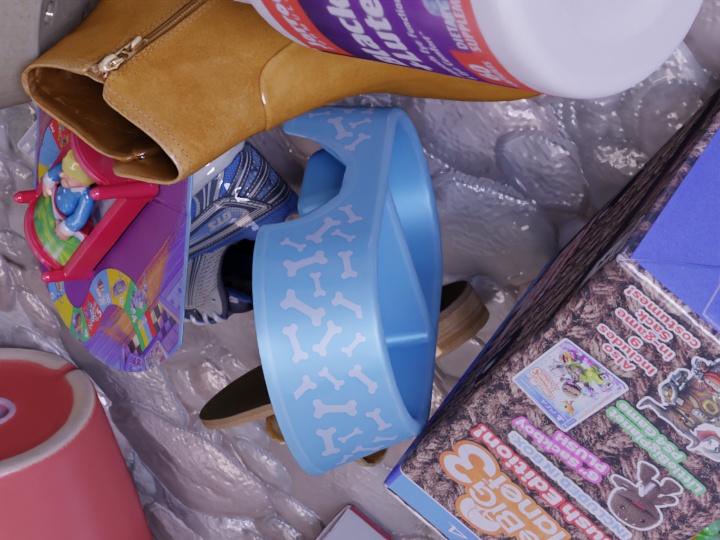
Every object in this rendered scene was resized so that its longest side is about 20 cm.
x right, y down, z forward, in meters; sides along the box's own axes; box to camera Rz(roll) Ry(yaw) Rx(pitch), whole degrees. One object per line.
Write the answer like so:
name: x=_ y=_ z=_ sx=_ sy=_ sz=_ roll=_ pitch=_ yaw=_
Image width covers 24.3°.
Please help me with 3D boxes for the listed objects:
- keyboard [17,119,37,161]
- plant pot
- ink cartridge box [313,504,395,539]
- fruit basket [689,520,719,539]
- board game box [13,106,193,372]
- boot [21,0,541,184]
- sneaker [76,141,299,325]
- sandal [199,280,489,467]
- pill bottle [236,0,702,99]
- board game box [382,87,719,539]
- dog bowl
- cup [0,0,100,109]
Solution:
keyboard: x=-0.126 y=-0.091 z=0.886 sx=0.056 sy=0.011 sz=0.200 roll=46 pitch=142 yaw=-6
plant pot: x=-0.231 y=0.161 z=1.088 sx=0.200 sy=0.200 sz=0.178 roll=16 pitch=125 yaw=28
ink cartridge box: x=-0.010 y=0.257 z=1.065 sx=0.146 sy=0.083 sz=0.200 roll=39 pitch=142 yaw=2
fruit basket: x=0.157 y=0.163 z=0.834 sx=0.200 sy=0.094 sz=0.186 roll=23 pitch=138 yaw=16
board game box: x=-0.142 y=-0.047 z=0.839 sx=0.158 sy=0.039 sz=0.201 roll=25 pitch=114 yaw=48
boot: x=-0.031 y=-0.079 z=0.713 sx=0.201 sy=0.144 sz=0.071 roll=20 pitch=138 yaw=24
sneaker: x=-0.091 y=0.002 z=0.898 sx=0.085 sy=0.077 sz=0.200 roll=36 pitch=142 yaw=0
sandal: x=-0.003 y=0.073 z=0.889 sx=0.212 sy=0.078 sz=0.070 roll=-25 pitch=103 yaw=44
pill bottle: x=0.020 y=-0.130 z=0.609 sx=0.200 sy=0.111 sz=0.112 roll=18 pitch=139 yaw=48
board game box: x=0.123 y=0.028 z=0.676 sx=0.097 sy=0.159 sz=0.200 roll=40 pitch=141 yaw=1
dog bowl: x=0.000 y=0.000 z=0.734 sx=0.049 sy=0.200 sz=0.112 roll=-10 pitch=124 yaw=13
cup: x=-0.190 y=-0.149 z=0.758 sx=0.143 sy=0.201 sz=0.201 roll=17 pitch=138 yaw=7
